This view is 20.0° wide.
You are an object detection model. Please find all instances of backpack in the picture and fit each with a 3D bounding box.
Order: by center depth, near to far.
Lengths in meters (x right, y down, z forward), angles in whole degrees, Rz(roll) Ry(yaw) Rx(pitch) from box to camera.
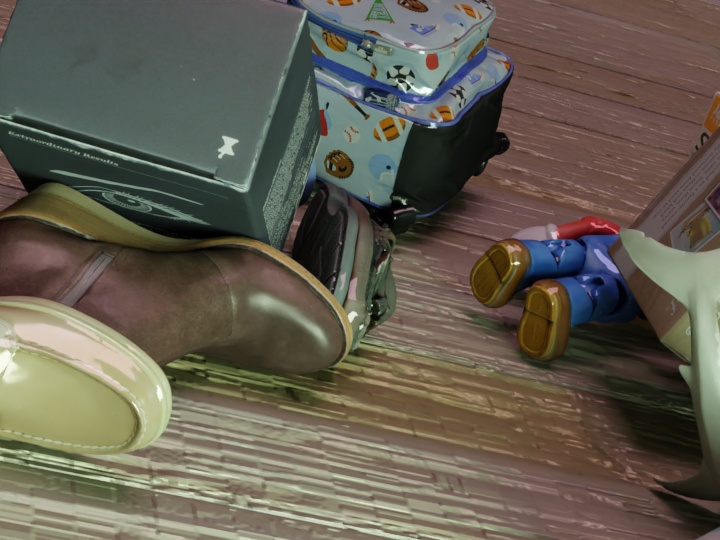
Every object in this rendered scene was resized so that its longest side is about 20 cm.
[{"bbox_3d":[-0.004,-0.129,1.409,0.190,0.154,0.200,14,22,18],"label":"backpack"}]

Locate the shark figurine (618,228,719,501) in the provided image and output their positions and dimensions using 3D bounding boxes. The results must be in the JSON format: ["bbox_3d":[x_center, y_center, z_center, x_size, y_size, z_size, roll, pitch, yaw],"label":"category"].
[{"bbox_3d":[0.191,0.087,1.095,0.089,0.215,0.128,-11,34,38],"label":"shark figurine"}]

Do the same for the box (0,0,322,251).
[{"bbox_3d":[-0.106,-0.080,1.110,0.148,0.104,0.200,17,-14,4],"label":"box"}]

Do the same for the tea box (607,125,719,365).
[{"bbox_3d":[0.290,-0.005,1.193,0.197,0.200,0.134,37,14,-21],"label":"tea box"}]

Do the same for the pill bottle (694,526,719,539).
[{"bbox_3d":[0.213,0.153,0.929,0.111,0.111,0.200,30,23,27],"label":"pill bottle"}]

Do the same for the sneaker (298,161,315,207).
[{"bbox_3d":[-0.123,-0.084,1.301,0.200,0.070,0.078,25,25,32],"label":"sneaker"}]

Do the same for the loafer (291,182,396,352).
[{"bbox_3d":[0.000,0.000,1.191,0.063,0.072,0.200,24,17,-11],"label":"loafer"}]

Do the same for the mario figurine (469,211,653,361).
[{"bbox_3d":[0.165,0.020,1.306,0.200,0.124,0.106,-8,-10,-36],"label":"mario figurine"}]

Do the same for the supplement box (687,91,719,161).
[{"bbox_3d":[0.389,-0.074,1.697,0.200,0.074,0.126,13,22,-17],"label":"supplement box"}]

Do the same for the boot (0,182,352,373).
[{"bbox_3d":[-0.112,0.039,1.031,0.200,0.072,0.166,23,34,-1],"label":"boot"}]

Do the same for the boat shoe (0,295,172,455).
[{"bbox_3d":[-0.185,0.046,0.918,0.200,0.072,0.065,18,29,4],"label":"boat shoe"}]
